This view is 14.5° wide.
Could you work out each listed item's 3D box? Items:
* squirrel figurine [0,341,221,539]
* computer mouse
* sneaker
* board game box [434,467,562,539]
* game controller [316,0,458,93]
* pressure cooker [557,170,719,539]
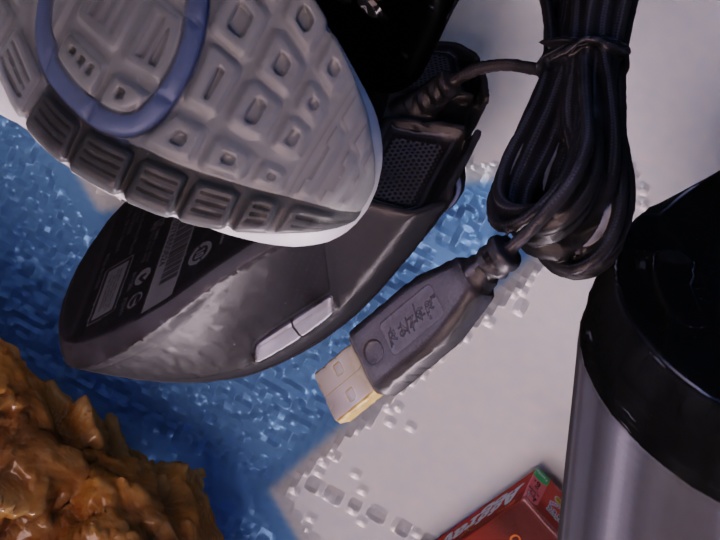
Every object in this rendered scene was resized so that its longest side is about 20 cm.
[{"bbox_3d":[-0.148,0.089,0.811,0.187,0.142,0.200,38,108,10],"label":"squirrel figurine"},{"bbox_3d":[0.000,0.000,0.703,0.200,0.141,0.046,-32,120,29],"label":"computer mouse"},{"bbox_3d":[-0.070,-0.064,0.707,0.200,0.087,0.075,33,85,27],"label":"sneaker"},{"bbox_3d":[0.081,0.157,0.818,0.200,0.019,0.103,47,121,-7],"label":"board game box"},{"bbox_3d":[-0.051,-0.125,0.673,0.200,0.042,0.104,45,155,6],"label":"game controller"},{"bbox_3d":[0.132,0.092,0.676,0.178,0.176,0.200,-4,120,-14],"label":"pressure cooker"}]
